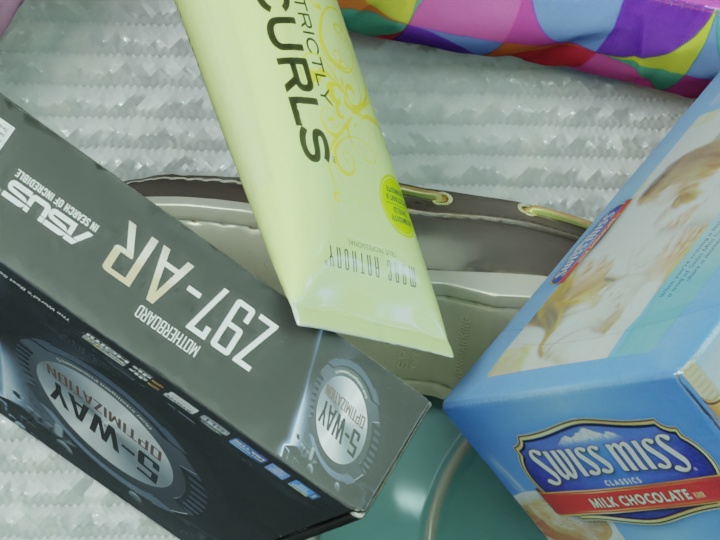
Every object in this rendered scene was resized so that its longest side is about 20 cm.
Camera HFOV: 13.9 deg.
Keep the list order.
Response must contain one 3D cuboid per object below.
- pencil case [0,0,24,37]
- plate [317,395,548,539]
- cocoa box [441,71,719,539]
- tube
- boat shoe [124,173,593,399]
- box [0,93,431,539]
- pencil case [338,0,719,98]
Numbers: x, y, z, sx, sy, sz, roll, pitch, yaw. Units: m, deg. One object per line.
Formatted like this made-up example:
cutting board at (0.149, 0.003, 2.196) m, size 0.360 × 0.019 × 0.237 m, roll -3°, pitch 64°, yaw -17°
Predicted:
pencil case at (-0.119, -0.142, 0.980) m, size 0.087 × 0.087 × 0.200 m, roll 40°, pitch 74°, yaw -7°
plate at (0.082, 0.105, 1.032) m, size 0.199 × 0.026 × 0.202 m, roll 3°, pitch 81°, yaw -16°
cocoa box at (0.151, 0.017, 0.934) m, size 0.131 × 0.133 × 0.200 m, roll 50°, pitch 62°, yaw -16°
tube at (-0.024, -0.065, 0.916) m, size 0.058 × 0.052 × 0.201 m, roll -12°, pitch 65°, yaw -15°
boat shoe at (0.000, 0.000, 1.005) m, size 0.199 × 0.072 × 0.060 m, roll 9°, pitch 38°, yaw -3°
box at (-0.091, 0.013, 0.922) m, size 0.200 × 0.160 × 0.044 m, roll 36°, pitch 71°, yaw -9°
pencil case at (0.056, -0.110, 1.029) m, size 0.199 × 0.088 × 0.089 m, roll 9°, pitch 78°, yaw -16°
